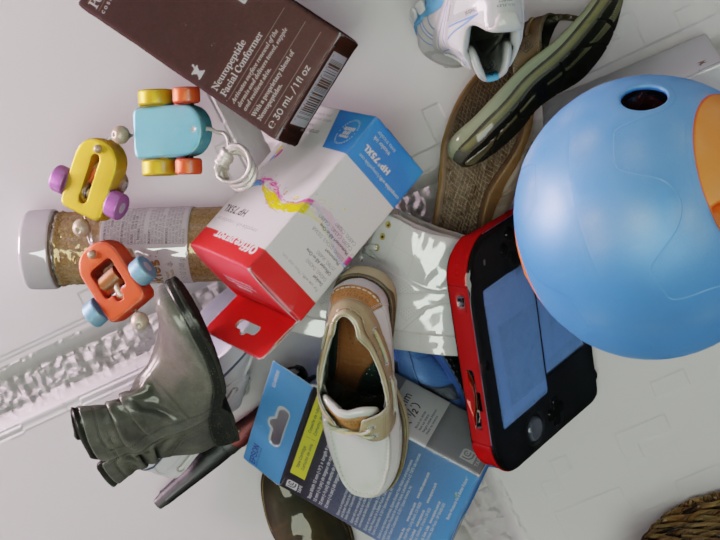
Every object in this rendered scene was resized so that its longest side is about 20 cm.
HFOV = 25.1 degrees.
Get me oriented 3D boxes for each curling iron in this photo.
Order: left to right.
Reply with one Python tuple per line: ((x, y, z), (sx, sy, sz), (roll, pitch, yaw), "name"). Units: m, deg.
((-0.117, 0.148, 1.448), (0.200, 0.049, 0.026), (-41, 69, 20), "curling iron")

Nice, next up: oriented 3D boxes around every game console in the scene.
((0.139, 0.046, 1.328), (0.031, 0.176, 0.203), (7, 114, 40), "game console")

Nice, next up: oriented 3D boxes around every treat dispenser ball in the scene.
((0.208, -0.038, 1.156), (0.198, 0.201, 0.204), (2, 109, 4), "treat dispenser ball")

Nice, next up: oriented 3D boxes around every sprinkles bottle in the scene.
((-0.190, -0.021, 1.381), (0.197, 0.068, 0.069), (-2, 109, 5), "sprinkles bottle")

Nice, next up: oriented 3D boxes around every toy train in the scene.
((-0.168, -0.055, 1.311), (0.200, 0.056, 0.151), (-43, 78, 18), "toy train")

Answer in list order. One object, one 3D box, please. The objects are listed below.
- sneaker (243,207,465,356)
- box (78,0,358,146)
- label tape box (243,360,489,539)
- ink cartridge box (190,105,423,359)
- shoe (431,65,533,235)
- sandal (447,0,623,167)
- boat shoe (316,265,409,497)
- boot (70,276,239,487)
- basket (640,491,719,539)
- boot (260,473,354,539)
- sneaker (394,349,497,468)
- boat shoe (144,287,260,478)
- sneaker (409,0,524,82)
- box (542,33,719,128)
((0.000, 0.000, 1.326), (0.197, 0.074, 0.117), (7, 96, 16), "sneaker")
((-0.112, -0.196, 1.282), (0.199, 0.075, 0.101), (34, 97, 10), "box")
((0.008, 0.153, 1.393), (0.198, 0.066, 0.144), (29, 134, 10), "label tape box")
((-0.057, -0.034, 1.292), (0.200, 0.116, 0.067), (-50, 119, -13), "ink cartridge box")
((0.098, -0.079, 1.346), (0.069, 0.053, 0.202), (19, 98, 13), "shoe")
((0.136, -0.166, 1.275), (0.201, 0.080, 0.057), (-42, 72, -9), "sandal")
((-0.005, 0.100, 1.278), (0.074, 0.069, 0.202), (3, 117, 17), "boat shoe")
((-0.175, 0.101, 1.305), (0.129, 0.068, 0.201), (-20, 139, -10), "boot")
((0.329, 0.302, 1.447), (0.142, 0.149, 0.202), (-5, 112, 42), "basket")
((-0.041, 0.272, 1.451), (0.074, 0.097, 0.202), (-20, 106, 11), "boot")
((0.057, 0.095, 1.405), (0.078, 0.066, 0.201), (-30, 103, 26), "sneaker")
((-0.132, 0.097, 1.423), (0.065, 0.074, 0.200), (30, 106, -37), "boat shoe")
((0.085, -0.180, 1.238), (0.074, 0.200, 0.088), (-9, 79, -7), "sneaker")
((0.251, -0.063, 1.307), (0.151, 0.107, 0.202), (-21, 106, 12), "box")
